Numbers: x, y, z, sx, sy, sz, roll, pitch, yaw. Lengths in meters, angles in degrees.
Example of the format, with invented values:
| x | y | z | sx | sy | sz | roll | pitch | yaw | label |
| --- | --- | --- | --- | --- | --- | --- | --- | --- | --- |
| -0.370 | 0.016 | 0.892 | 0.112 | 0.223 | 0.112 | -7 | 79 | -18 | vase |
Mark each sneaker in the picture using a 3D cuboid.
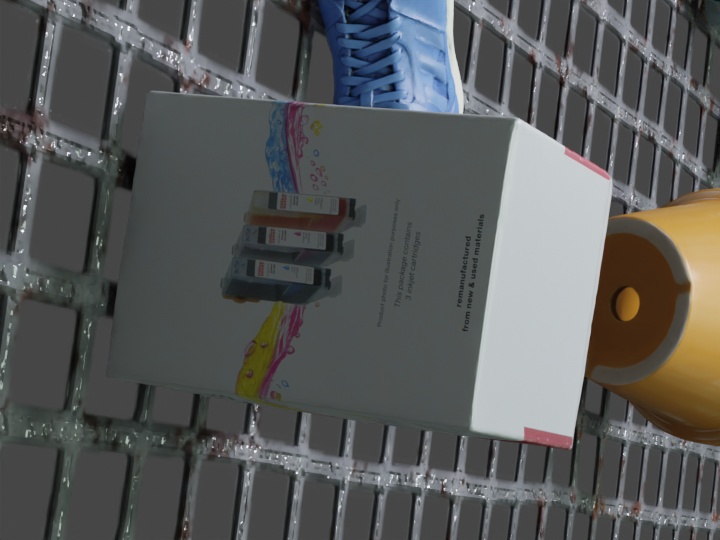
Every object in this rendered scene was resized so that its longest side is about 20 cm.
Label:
| x | y | z | sx | sy | sz | roll | pitch | yaw | label |
| --- | --- | --- | --- | --- | --- | --- | --- | --- | --- |
| 0.012 | -0.111 | 1.188 | 0.201 | 0.076 | 0.112 | 75 | 21 | -48 | sneaker |

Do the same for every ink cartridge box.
| x | y | z | sx | sy | sz | roll | pitch | yaw | label |
| --- | --- | --- | --- | --- | --- | --- | --- | --- | --- |
| 0.000 | 0.000 | 1.039 | 0.145 | 0.198 | 0.146 | 16 | 82 | -64 | ink cartridge box |

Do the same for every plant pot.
| x | y | z | sx | sy | sz | roll | pitch | yaw | label |
| --- | --- | --- | --- | --- | --- | --- | --- | --- | --- |
| 0.245 | 0.030 | 1.613 | 0.183 | 0.199 | 0.202 | 9 | 86 | -49 | plant pot |

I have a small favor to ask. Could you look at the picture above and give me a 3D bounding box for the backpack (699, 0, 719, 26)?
| x | y | z | sx | sy | sz | roll | pitch | yaw | label |
| --- | --- | --- | --- | --- | --- | --- | --- | --- | --- |
| 0.389 | -0.298 | 1.868 | 0.154 | 0.174 | 0.201 | 89 | 20 | -54 | backpack |
